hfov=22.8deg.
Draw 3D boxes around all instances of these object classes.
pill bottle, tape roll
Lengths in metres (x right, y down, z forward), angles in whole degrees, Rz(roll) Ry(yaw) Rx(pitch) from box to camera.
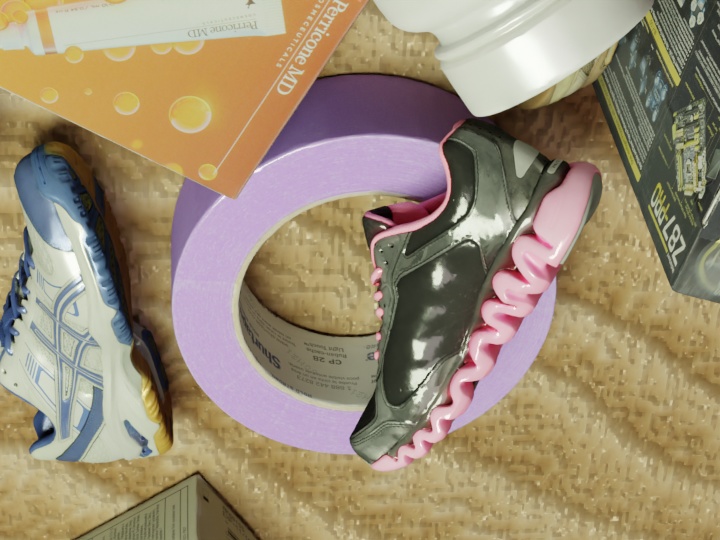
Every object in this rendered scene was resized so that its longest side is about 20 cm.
[{"bbox_3d":[0.034,-0.174,0.760,0.113,0.113,0.200,-31,102,15],"label":"pill bottle"},{"bbox_3d":[0.000,0.000,0.939,0.199,0.066,0.201,-3,124,-4],"label":"tape roll"}]

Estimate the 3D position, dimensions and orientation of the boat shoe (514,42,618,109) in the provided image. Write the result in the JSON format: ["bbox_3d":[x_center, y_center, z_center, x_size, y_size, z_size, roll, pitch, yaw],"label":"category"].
[{"bbox_3d":[0.109,-0.173,0.839,0.064,0.071,0.201,-18,137,-40],"label":"boat shoe"}]

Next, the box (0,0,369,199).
[{"bbox_3d":[-0.113,-0.142,0.809,0.199,0.098,0.125,25,118,-22],"label":"box"}]

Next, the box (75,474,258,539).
[{"bbox_3d":[-0.156,0.215,1.052,0.199,0.095,0.078,-29,123,15],"label":"box"}]

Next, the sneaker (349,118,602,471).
[{"bbox_3d":[0.035,0.010,0.879,0.095,0.079,0.201,31,117,0],"label":"sneaker"}]

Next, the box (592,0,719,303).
[{"bbox_3d":[0.167,-0.104,0.803,0.049,0.200,0.162,14,121,-15],"label":"box"}]

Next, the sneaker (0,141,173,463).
[{"bbox_3d":[-0.160,0.028,0.934,0.088,0.075,0.201,-10,124,2],"label":"sneaker"}]
